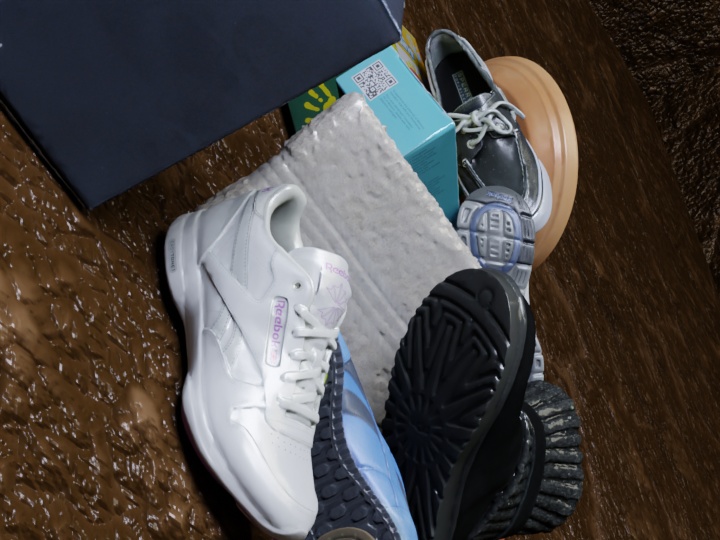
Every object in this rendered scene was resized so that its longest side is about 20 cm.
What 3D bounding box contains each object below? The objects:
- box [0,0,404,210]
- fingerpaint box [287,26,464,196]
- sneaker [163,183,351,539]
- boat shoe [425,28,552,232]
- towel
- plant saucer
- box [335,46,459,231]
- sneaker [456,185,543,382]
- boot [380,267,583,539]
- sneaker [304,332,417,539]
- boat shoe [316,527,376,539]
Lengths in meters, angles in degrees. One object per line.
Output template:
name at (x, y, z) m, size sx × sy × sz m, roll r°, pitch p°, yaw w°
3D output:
box at (-0.085, -0.166, 0.752) m, size 0.125 × 0.198 × 0.197 m, roll 55°, pitch 21°, yaw -24°
fingerpaint box at (-0.001, -0.154, 1.155) m, size 0.200 × 0.073 × 0.169 m, roll 34°, pitch 35°, yaw -59°
sneaker at (-0.047, 0.042, 0.744) m, size 0.075 × 0.099 × 0.202 m, roll 34°, pitch 36°, yaw -59°
boat shoe at (0.102, -0.119, 1.161) m, size 0.068 × 0.073 × 0.201 m, roll 48°, pitch 24°, yaw -56°
towel at (0.000, 0.000, 0.869) m, size 0.201 × 0.132 × 0.035 m, roll 53°, pitch -2°, yaw -27°
plant saucer at (0.116, -0.091, 1.249) m, size 0.037 × 0.200 × 0.202 m, roll 1°, pitch 59°, yaw -32°
box at (0.032, -0.073, 1.035) m, size 0.083 × 0.049 × 0.201 m, roll 53°, pitch -10°, yaw 24°
sneaker at (0.103, 0.040, 1.066) m, size 0.087 × 0.073 × 0.203 m, roll 44°, pitch 51°, yaw -87°
boot at (0.091, 0.087, 0.877) m, size 0.157 × 0.213 × 0.079 m, roll -8°, pitch 36°, yaw -42°
sneaker at (-0.018, 0.100, 0.814) m, size 0.078 × 0.065 × 0.202 m, roll 33°, pitch 35°, yaw -75°
boat shoe at (0.004, 0.234, 0.697) m, size 0.068 × 0.071 × 0.202 m, roll 44°, pitch 36°, yaw -55°
